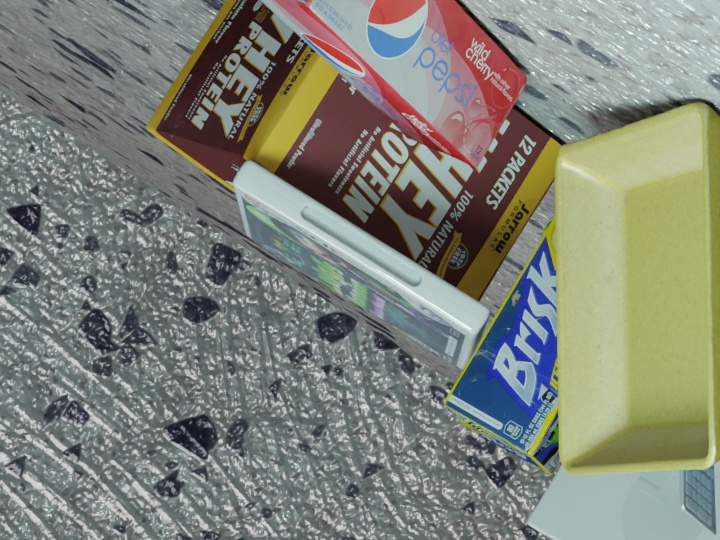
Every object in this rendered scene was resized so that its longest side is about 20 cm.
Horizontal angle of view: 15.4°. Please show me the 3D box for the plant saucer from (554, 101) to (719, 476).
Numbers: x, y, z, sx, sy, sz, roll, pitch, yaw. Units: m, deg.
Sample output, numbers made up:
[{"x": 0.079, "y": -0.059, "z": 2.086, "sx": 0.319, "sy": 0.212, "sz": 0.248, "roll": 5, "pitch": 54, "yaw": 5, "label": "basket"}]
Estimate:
[{"x": 0.174, "y": 0.016, "z": 1.529, "sx": 0.048, "sy": 0.201, "sz": 0.200, "roll": 2, "pitch": 174, "yaw": -19, "label": "plant saucer"}]

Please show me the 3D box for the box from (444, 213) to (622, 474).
[{"x": 0.135, "y": 0.021, "z": 1.656, "sx": 0.070, "sy": 0.200, "sz": 0.064, "roll": 29, "pitch": 174, "yaw": 22, "label": "box"}]

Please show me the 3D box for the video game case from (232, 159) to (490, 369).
[{"x": 0.000, "y": 0.000, "z": 1.748, "sx": 0.181, "sy": 0.023, "sz": 0.200, "roll": 32, "pitch": 173, "yaw": 5, "label": "video game case"}]

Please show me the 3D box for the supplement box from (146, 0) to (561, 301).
[{"x": -0.004, "y": -0.089, "z": 1.807, "sx": 0.197, "sy": 0.133, "sz": 0.200, "roll": 36, "pitch": 173, "yaw": -26, "label": "supplement box"}]

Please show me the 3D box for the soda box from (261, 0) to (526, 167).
[{"x": 0.018, "y": -0.141, "z": 1.576, "sx": 0.063, "sy": 0.070, "sz": 0.200, "roll": 25, "pitch": 171, "yaw": 41, "label": "soda box"}]

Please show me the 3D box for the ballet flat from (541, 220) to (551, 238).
[{"x": 0.219, "y": 0.020, "z": 1.916, "sx": 0.200, "sy": 0.067, "sz": 0.067, "roll": 34, "pitch": 153, "yaw": 3, "label": "ballet flat"}]

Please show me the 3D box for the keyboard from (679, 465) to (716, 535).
[{"x": 0.227, "y": 0.077, "z": 1.804, "sx": 0.011, "sy": 0.201, "sz": 0.056, "roll": -9, "pitch": 152, "yaw": 21, "label": "keyboard"}]

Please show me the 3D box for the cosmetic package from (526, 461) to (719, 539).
[{"x": 0.281, "y": 0.180, "z": 2.192, "sx": 0.199, "sy": 0.200, "sz": 0.123, "roll": 30, "pitch": 176, "yaw": 23, "label": "cosmetic package"}]
